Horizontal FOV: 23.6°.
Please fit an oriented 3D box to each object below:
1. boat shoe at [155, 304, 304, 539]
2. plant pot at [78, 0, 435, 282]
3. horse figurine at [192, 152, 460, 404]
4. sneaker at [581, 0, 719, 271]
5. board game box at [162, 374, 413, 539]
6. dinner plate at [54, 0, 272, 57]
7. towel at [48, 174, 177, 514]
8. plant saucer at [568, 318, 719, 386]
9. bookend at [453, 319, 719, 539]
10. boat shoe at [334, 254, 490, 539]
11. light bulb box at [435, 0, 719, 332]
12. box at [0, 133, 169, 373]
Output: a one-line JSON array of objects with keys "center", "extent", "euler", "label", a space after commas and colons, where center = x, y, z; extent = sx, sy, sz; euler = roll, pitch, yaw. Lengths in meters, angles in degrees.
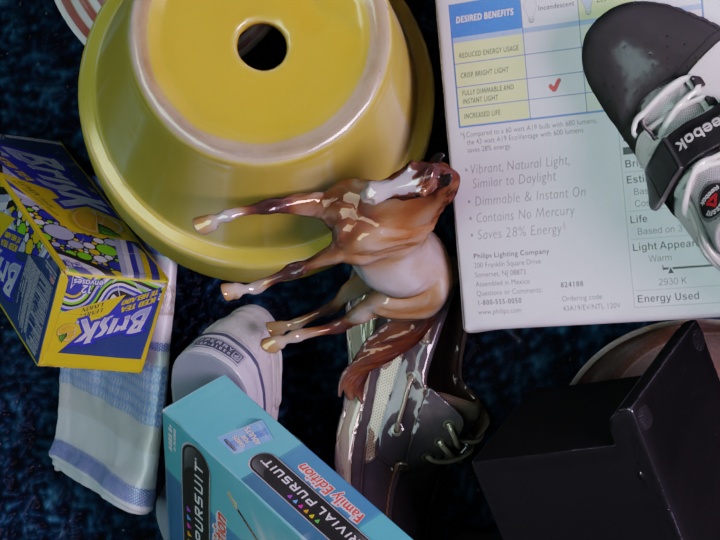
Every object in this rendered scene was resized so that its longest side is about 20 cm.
[{"center": [-0.075, 0.100, 1.050], "extent": [0.074, 0.086, 0.203], "euler": [20, 131, 19], "label": "boat shoe"}, {"center": [-0.055, -0.101, 0.918], "extent": [0.200, 0.189, 0.202], "euler": [0, 84, -4], "label": "plant pot"}, {"center": [0.000, 0.000, 0.893], "extent": [0.132, 0.200, 0.050], "euler": [-18, 59, 6], "label": "horse figurine"}, {"center": [0.167, -0.047, 0.770], "extent": [0.074, 0.088, 0.200], "euler": [-47, 73, 22], "label": "sneaker"}, {"center": [-0.029, 0.174, 0.933], "extent": [0.200, 0.047, 0.151], "euler": [37, 140, 34], "label": "board game box"}, {"center": [-0.114, -0.218, 1.073], "extent": [0.199, 0.024, 0.201], "euler": [2, 94, 27], "label": "dinner plate"}, {"center": [-0.154, 0.041, 1.071], "extent": [0.147, 0.024, 0.201], "euler": [15, 101, 59], "label": "towel"}, {"center": [0.198, 0.110, 0.904], "extent": [0.200, 0.034, 0.201], "euler": [15, 121, 26], "label": "plant saucer"}, {"center": [0.105, 0.148, 0.898], "extent": [0.199, 0.092, 0.199], "euler": [-12, 109, 37], "label": "bookend"}, {"center": [0.032, 0.083, 0.992], "extent": [0.073, 0.074, 0.201], "euler": [2, 96, 27], "label": "boat shoe"}, {"center": [0.155, -0.077, 0.890], "extent": [0.197, 0.125, 0.201], "euler": [-4, 92, 27], "label": "light bulb box"}, {"center": [-0.189, -0.016, 1.047], "extent": [0.200, 0.070, 0.065], "euler": [46, 123, 50], "label": "box"}]
